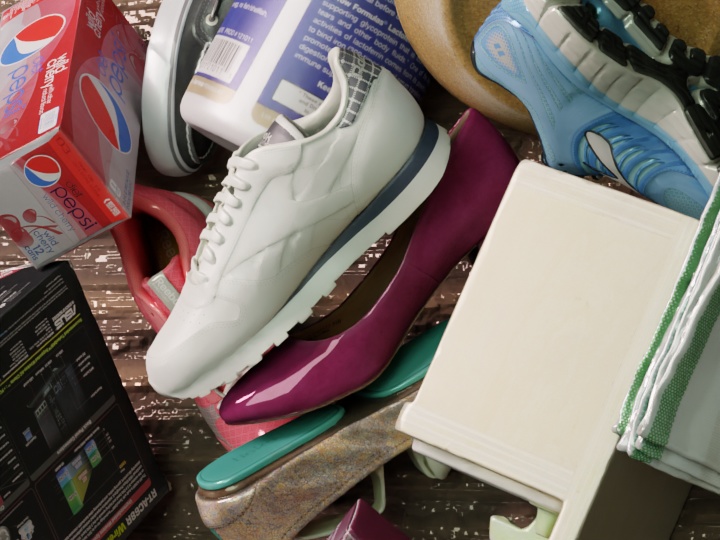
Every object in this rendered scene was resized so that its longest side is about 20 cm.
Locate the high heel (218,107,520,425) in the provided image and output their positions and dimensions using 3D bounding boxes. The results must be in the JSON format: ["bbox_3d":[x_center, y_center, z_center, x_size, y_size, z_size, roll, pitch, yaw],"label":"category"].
[{"bbox_3d":[0.000,0.000,1.127,0.200,0.067,0.096,-31,106,-16],"label":"high heel"}]

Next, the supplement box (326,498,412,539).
[{"bbox_3d":[-0.015,0.233,1.067,0.131,0.103,0.200,38,94,2],"label":"supplement box"}]

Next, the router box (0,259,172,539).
[{"bbox_3d":[-0.194,0.106,1.128,0.062,0.200,0.150,-9,112,33],"label":"router box"}]

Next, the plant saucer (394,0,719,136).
[{"bbox_3d":[0.113,-0.143,1.096,0.200,0.200,0.035,-20,30,19],"label":"plant saucer"}]

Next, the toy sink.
[{"bbox_3d":[0.101,0.066,1.070,0.112,0.130,0.200,21,86,28],"label":"toy sink"}]

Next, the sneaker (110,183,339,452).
[{"bbox_3d":[-0.086,0.033,1.189,0.074,0.087,0.200,-39,64,10],"label":"sneaker"}]

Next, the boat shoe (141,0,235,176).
[{"bbox_3d":[-0.073,-0.149,1.247,0.057,0.069,0.200,8,77,26],"label":"boat shoe"}]

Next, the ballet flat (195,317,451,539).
[{"bbox_3d":[0.008,0.088,1.136,0.200,0.068,0.067,-30,105,-12],"label":"ballet flat"}]

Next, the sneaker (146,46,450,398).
[{"bbox_3d":[-0.047,-0.022,1.107,0.200,0.080,0.076,-48,24,4],"label":"sneaker"}]

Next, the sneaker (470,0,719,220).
[{"bbox_3d":[0.137,-0.073,1.089,0.090,0.200,0.078,-33,21,42],"label":"sneaker"}]

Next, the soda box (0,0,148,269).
[{"bbox_3d":[-0.165,-0.089,1.213,0.063,0.070,0.200,-28,30,15],"label":"soda box"}]

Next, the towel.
[{"bbox_3d":[0.229,0.051,1.001,0.200,0.031,0.149,24,87,-15],"label":"towel"}]

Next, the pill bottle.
[{"bbox_3d":[-0.004,-0.144,1.185,0.116,0.116,0.200,28,88,28],"label":"pill bottle"}]
